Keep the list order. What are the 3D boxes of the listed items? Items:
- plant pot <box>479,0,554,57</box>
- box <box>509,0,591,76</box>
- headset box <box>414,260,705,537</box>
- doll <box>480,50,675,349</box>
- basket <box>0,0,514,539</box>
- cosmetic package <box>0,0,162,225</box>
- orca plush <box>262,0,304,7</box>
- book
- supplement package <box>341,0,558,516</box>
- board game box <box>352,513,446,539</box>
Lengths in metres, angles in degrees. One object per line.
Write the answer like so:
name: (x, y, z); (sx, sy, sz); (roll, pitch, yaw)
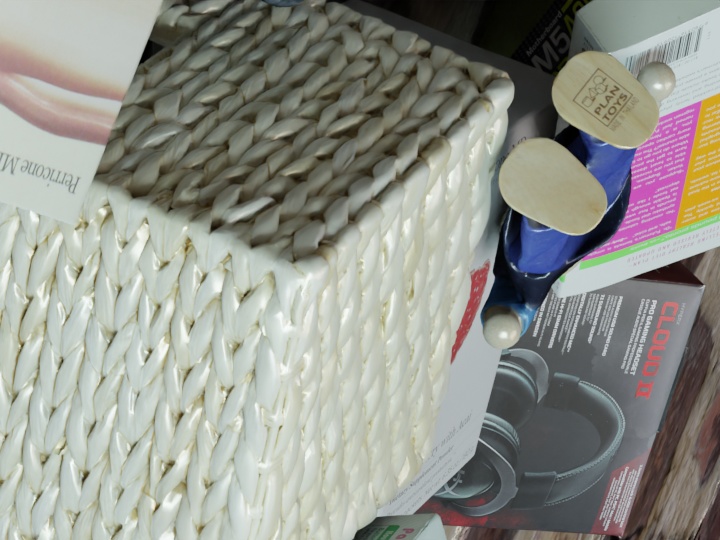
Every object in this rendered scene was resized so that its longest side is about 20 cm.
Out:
plant pot: (0.146, -0.132, 1.491); (0.190, 0.200, 0.200); (-60, 165, 17)
box: (0.166, -0.099, 1.365); (0.199, 0.044, 0.160); (5, 133, -43)
headset box: (0.074, 0.051, 1.457); (0.199, 0.077, 0.149); (7, 112, -25)
doll: (0.086, -0.031, 1.160); (0.137, 0.048, 0.200); (-57, 174, -11)
basket: (-0.063, 0.012, 1.061); (0.198, 0.160, 0.201); (-44, 153, -53)
cosmetic package: (-0.106, -0.126, 0.850); (0.103, 0.087, 0.201); (15, 98, -57)
orca plush: (-0.079, -0.113, 1.012); (0.071, 0.105, 0.200); (-41, -178, 33)
book: (0.148, -0.071, 1.274); (0.133, 0.048, 0.200); (-24, 153, -17)
supplement package: (0.000, 0.000, 1.289); (0.121, 0.119, 0.201); (-37, 145, -56)
board game box: (-0.077, 0.157, 1.118); (0.148, 0.199, 0.065); (-41, 119, -54)
